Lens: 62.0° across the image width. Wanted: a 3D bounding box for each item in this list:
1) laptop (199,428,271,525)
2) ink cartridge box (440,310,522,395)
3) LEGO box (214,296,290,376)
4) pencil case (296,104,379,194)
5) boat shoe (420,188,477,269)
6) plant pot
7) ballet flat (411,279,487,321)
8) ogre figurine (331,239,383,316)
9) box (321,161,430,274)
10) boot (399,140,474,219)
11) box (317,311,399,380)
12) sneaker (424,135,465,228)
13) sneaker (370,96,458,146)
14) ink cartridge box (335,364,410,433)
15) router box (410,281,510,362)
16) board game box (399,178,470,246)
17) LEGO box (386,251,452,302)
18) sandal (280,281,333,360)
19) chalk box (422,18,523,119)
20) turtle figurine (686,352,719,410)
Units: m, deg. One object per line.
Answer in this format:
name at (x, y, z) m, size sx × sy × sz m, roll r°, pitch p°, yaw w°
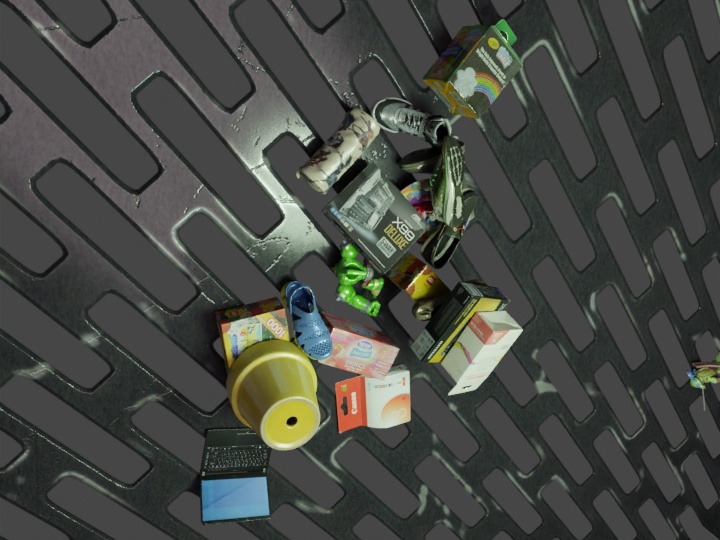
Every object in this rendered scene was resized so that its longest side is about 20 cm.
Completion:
laptop at (-0.297, 0.500, 1.471) m, size 0.176 × 0.103 × 0.202 m, roll 6°, pitch 108°, yaw -26°
ink cartridge box at (0.264, 0.188, 1.362) m, size 0.116 × 0.068 × 0.201 m, roll 2°, pitch 127°, yaw -43°
LEGO box at (-0.241, 0.179, 1.384) m, size 0.148 × 0.077 × 0.202 m, roll -14°, pitch 115°, yaw -19°
pencil case at (-0.051, -0.258, 1.297) m, size 0.200 × 0.089 × 0.078 m, roll -48°, pitch 149°, yaw 1°
boat shoe at (0.216, -0.095, 1.397) m, size 0.073 × 0.063 × 0.202 m, roll 15°, pitch 114°, yaw -38°
plant pot at (-0.175, 0.281, 1.299) m, size 0.199 × 0.189 × 0.203 m, roll -9°, pitch 114°, yaw -21°
ballet flat at (0.212, 0.073, 1.370) m, size 0.198 × 0.046 × 0.068 m, roll -16°, pitch 117°, yaw -19°
ogre figurine at (0.000, 0.000, 1.409) m, size 0.119 × 0.098 × 0.202 m, roll 5°, pitch 112°, yaw -32°
box at (0.035, -0.117, 1.353) m, size 0.158 × 0.050 × 0.200 m, roll -44°, pitch 98°, yaw -11°
boot at (0.187, -0.194, 1.440) m, size 0.180 × 0.073 × 0.201 m, roll -15°, pitch 125°, yaw -10°
box at (-0.020, 0.186, 1.471) m, size 0.199 × 0.103 × 0.095 m, roll 21°, pitch 101°, yaw -28°
sneaker at (0.177, -0.195, 1.323) m, size 0.077 × 0.088 × 0.202 m, roll -21°, pitch 114°, yaw -54°
sneaker at (0.125, -0.328, 1.324) m, size 0.198 × 0.114 × 0.076 m, roll 11°, pitch 105°, yaw -27°
ink cartridge box at (0.037, 0.349, 1.592) m, size 0.198 × 0.050 × 0.164 m, roll -13°, pitch 115°, yaw -23°
router box at (0.227, 0.122, 1.361) m, size 0.156 × 0.052 × 0.201 m, roll 7°, pitch 125°, yaw -45°
board game box at (0.166, -0.120, 1.425) m, size 0.199 × 0.039 × 0.158 m, roll 28°, pitch 122°, yaw -23°
LEGO box at (0.158, 0.049, 1.460) m, size 0.077 × 0.149 × 0.200 m, roll -47°, pitch 121°, yaw -1°
sandal at (-0.121, 0.108, 1.347) m, size 0.079 × 0.087 × 0.201 m, roll -24°, pitch 80°, yaw -22°
chalk box at (0.261, -0.459, 1.330) m, size 0.125 × 0.124 × 0.200 m, roll 39°, pitch 90°, yaw -30°
turtle figurine at (1.257, 0.385, 2.100) m, size 0.193 × 0.200 × 0.144 m, roll -36°, pitch 154°, yaw -11°
